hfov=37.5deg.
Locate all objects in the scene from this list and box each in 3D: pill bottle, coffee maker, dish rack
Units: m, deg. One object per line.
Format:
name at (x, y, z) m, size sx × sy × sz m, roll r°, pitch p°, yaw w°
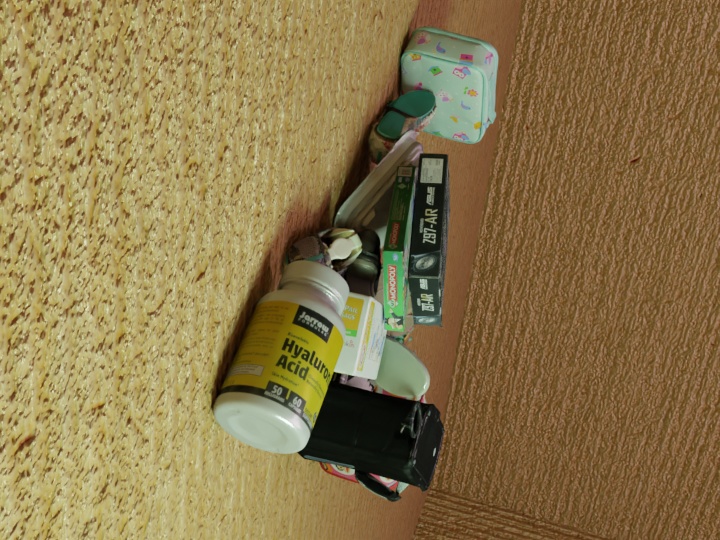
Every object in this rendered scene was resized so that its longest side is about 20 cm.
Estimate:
pill bottle at (-0.081, 0.093, 1.190) m, size 0.112 × 0.110 × 0.201 m, roll 87°, pitch 19°, yaw -56°
coffee maker at (0.008, 0.226, 1.556) m, size 0.135 × 0.198 × 0.193 m, roll -60°, pitch 152°, yaw -43°
dish rack at (0.037, -0.093, 1.580) m, size 0.200 × 0.043 × 0.172 m, roll -49°, pitch 159°, yaw -23°

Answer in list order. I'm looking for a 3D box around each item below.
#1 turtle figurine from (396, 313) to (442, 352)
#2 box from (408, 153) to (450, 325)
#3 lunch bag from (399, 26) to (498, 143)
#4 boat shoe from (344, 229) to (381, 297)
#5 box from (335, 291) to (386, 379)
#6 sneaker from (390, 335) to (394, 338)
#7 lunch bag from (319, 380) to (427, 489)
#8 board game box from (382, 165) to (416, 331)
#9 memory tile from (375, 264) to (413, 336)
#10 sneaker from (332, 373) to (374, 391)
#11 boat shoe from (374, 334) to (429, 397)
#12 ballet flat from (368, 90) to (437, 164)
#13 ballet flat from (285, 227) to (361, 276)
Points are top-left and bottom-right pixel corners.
turtle figurine at (0.093, 0.135, 2.159) m, size 0.150 × 0.100 × 0.200 m, roll -57°, pitch 178°, yaw -20°
box at (0.102, -0.043, 1.539) m, size 0.161 × 0.043 × 0.202 m, roll 79°, pitch 16°, yaw -63°
lunch bag at (0.148, -0.301, 1.739) m, size 0.201 × 0.159 × 0.078 m, roll 83°, pitch 24°, yaw -59°
boat shoe at (0.000, 0.000, 1.532) m, size 0.200 × 0.066 × 0.057 m, roll 114°, pitch -7°, yaw -70°
box at (-0.033, 0.082, 1.408) m, size 0.200 × 0.111 × 0.102 m, roll 42°, pitch 60°, yaw -79°
sneaker at (0.021, 0.138, 1.873) m, size 0.201 × 0.075 × 0.079 m, roll 82°, pitch 28°, yaw -59°
lunch bag at (0.033, 0.268, 1.803) m, size 0.082 × 0.175 × 0.201 m, roll 85°, pitch 25°, yaw -50°
board game box at (0.056, -0.033, 1.461) m, size 0.201 × 0.029 × 0.136 m, roll -78°, pitch 169°, yaw -51°
memory tile at (0.029, 0.059, 1.724) m, size 0.152 × 0.017 × 0.201 m, roll -24°, pitch 143°, yaw -21°
sneaker at (-0.011, 0.178, 1.691) m, size 0.074 × 0.079 × 0.201 m, roll -107°, pitch -160°, yaw -50°
boat shoe at (0.031, 0.119, 1.542) m, size 0.071 × 0.200 × 0.071 m, roll 2°, pitch 112°, yaw -55°
ballet flat at (0.059, -0.221, 1.647) m, size 0.200 × 0.075 × 0.064 m, roll -47°, pitch 160°, yaw -51°
ballet flat at (-0.034, -0.023, 1.364) m, size 0.200 × 0.071 × 0.073 m, roll -31°, pitch 134°, yaw -74°
